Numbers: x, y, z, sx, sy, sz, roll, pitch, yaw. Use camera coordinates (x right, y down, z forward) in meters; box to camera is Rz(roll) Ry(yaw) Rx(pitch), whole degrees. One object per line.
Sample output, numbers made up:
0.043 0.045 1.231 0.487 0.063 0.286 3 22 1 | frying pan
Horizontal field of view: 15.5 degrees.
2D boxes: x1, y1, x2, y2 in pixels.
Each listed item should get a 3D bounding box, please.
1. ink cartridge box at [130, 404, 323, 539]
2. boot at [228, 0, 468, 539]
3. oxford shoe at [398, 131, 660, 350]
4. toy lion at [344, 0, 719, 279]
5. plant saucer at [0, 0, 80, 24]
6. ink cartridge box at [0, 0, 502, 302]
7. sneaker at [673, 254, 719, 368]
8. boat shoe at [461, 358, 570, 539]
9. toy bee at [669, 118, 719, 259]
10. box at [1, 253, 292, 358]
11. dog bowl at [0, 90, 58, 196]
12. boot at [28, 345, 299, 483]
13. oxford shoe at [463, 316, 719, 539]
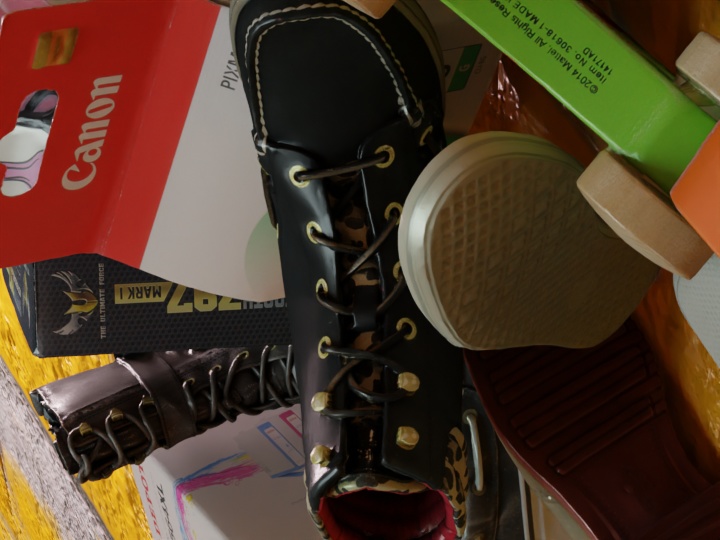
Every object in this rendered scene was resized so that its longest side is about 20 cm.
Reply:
-0.025 0.136 1.336 0.200 0.125 0.129 38 147 54 | ink cartridge box
0.002 0.000 0.947 0.204 0.073 0.155 72 -167 -56 | boot
0.050 -0.014 0.915 0.058 0.075 0.200 41 -171 21 | oxford shoe
0.054 -0.089 0.874 0.200 0.069 0.192 41 -172 4 | toy lion
-0.106 -0.181 1.102 0.051 0.201 0.201 28 144 25 | plant saucer
-0.051 -0.047 1.026 0.050 0.199 0.161 59 148 28 | ink cartridge box
0.144 0.051 0.818 0.200 0.091 0.076 47 153 46 | sneaker
0.044 0.070 1.147 0.072 0.070 0.201 27 133 64 | boat shoe
0.166 0.039 0.725 0.131 0.108 0.201 -37 53 41 | toy bee
-0.081 -0.006 1.212 0.200 0.156 0.051 -141 50 -74 | box
-0.095 -0.075 1.188 0.200 0.199 0.074 -150 52 -61 | dog bowl
-0.063 0.061 1.274 0.200 0.173 0.070 20 131 66 | boot
0.093 0.078 1.033 0.201 0.070 0.075 60 167 24 | oxford shoe
